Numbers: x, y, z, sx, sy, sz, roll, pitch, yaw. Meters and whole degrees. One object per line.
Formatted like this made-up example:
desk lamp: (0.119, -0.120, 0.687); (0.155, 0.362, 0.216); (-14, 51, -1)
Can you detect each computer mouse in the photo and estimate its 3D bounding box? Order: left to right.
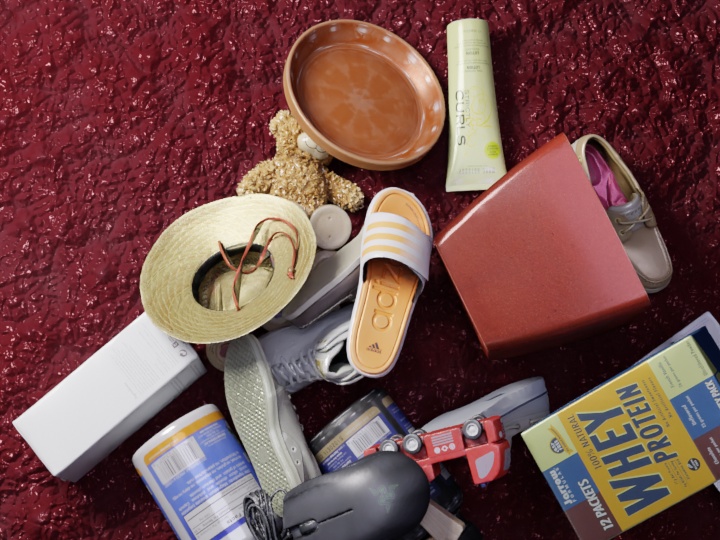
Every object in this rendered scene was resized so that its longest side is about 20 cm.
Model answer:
computer mouse: (-0.023, 0.251, 1.286); (0.198, 0.053, 0.140); (-30, 79, 16)

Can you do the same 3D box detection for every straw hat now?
straw hat: (-0.131, 0.018, 1.398); (0.198, 0.085, 0.203); (-8, 54, 11)

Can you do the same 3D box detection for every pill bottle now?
pill bottle: (-0.151, 0.257, 1.393); (0.111, 0.112, 0.201); (-33, 82, -8)
pill bottle: (0.040, 0.237, 1.404); (0.111, 0.112, 0.201); (-37, 82, -9)

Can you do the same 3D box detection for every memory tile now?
memory tile: (-0.091, 0.021, 1.458); (0.151, 0.017, 0.203); (7, 95, -6)

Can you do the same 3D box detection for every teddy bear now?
teddy bear: (-0.071, -0.087, 1.489); (0.144, 0.067, 0.202); (29, 80, 2)

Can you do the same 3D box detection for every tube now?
tube: (0.134, -0.194, 1.530); (0.057, 0.052, 0.203); (-7, 81, 38)

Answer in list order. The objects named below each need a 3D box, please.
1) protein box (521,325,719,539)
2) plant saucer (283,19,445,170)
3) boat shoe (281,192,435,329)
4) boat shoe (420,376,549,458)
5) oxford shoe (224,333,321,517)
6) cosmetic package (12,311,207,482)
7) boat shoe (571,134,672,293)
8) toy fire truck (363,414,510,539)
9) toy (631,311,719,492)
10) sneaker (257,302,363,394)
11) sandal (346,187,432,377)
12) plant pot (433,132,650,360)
protein box: (0.302, 0.170, 1.353); (0.199, 0.198, 0.136); (-33, 80, 16)
plant saucer: (0.003, -0.202, 1.499); (0.197, 0.032, 0.203); (11, 58, -18)
boat shoe: (0.000, 0.000, 1.425); (0.200, 0.072, 0.060); (-43, 113, -14)
boat shoe: (0.139, 0.178, 1.410); (0.199, 0.070, 0.071); (-19, 92, -44)
oxford shoe: (-0.092, 0.163, 1.378); (0.057, 0.075, 0.202); (-15, 81, -43)
cosmetic package: (-0.270, 0.137, 1.414); (0.199, 0.113, 0.081); (-39, 81, -11)
boat shoe: (0.300, -0.068, 1.494); (0.073, 0.069, 0.201); (-30, 81, -14)
toy fire truck: (0.065, 0.235, 1.315); (0.197, 0.049, 0.143); (-15, 87, 14)
toy: (0.407, 0.164, 1.464); (0.114, 0.047, 0.201); (-33, 75, -9)
sneaker: (-0.059, 0.097, 1.405); (0.198, 0.116, 0.074); (-28, 100, 0)
sandal: (0.036, 0.009, 1.354); (0.078, 0.059, 0.210); (13, 72, -9)
plant pot: (0.187, -0.003, 1.424); (0.174, 0.200, 0.202); (-27, 80, 1)
